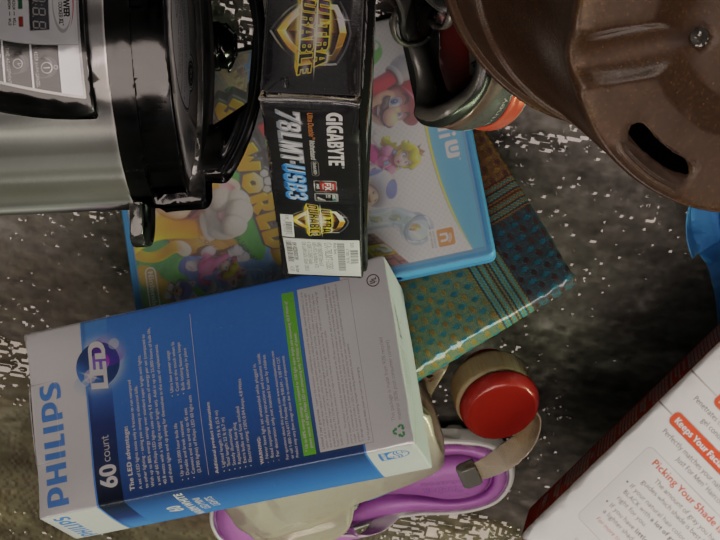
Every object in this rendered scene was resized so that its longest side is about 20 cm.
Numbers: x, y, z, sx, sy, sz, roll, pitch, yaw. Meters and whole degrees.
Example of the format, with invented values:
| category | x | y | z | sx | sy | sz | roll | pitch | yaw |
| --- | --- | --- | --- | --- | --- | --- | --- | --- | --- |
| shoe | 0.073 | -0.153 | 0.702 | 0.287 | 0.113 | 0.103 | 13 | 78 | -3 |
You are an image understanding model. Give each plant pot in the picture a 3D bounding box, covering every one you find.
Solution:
| category | x | y | z | sx | sy | sz | roll | pitch | yaw |
| --- | --- | --- | --- | --- | --- | --- | --- | --- | --- |
| plant pot | 0.145 | -0.128 | 0.759 | 0.198 | 0.199 | 0.202 | -3 | 113 | -6 |

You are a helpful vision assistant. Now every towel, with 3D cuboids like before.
| category | x | y | z | sx | sy | sz | roll | pitch | yaw |
| --- | --- | --- | --- | --- | --- | --- | --- | --- | --- |
| towel | 0.000 | 0.000 | 0.958 | 0.199 | 0.147 | 0.022 | -30 | 159 | 1 |

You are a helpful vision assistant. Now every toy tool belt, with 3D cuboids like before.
| category | x | y | z | sx | sy | sz | roll | pitch | yaw |
| --- | --- | --- | --- | --- | --- | --- | --- | --- | --- |
| toy tool belt | -0.002 | 0.069 | 1.021 | 0.198 | 0.123 | 0.125 | -22 | 129 | 5 |

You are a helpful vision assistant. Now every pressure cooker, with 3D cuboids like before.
| category | x | y | z | sx | sy | sz | roll | pitch | yaw |
| --- | --- | --- | --- | --- | --- | --- | --- | --- | --- |
| pressure cooker | -0.147 | -0.118 | 0.880 | 0.198 | 0.180 | 0.177 | -2 | 134 | 1 |

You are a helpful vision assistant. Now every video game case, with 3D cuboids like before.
| category | x | y | z | sx | sy | sz | roll | pitch | yaw |
| --- | --- | --- | --- | --- | --- | --- | --- | --- | --- |
| video game case | -0.035 | -0.055 | 0.951 | 0.198 | 0.018 | 0.145 | -12 | 77 | 6 |

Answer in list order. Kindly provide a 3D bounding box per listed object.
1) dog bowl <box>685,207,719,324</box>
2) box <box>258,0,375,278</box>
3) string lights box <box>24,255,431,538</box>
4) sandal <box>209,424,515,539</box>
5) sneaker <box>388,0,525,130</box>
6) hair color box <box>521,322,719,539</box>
| category | x | y | z | sx | sy | sz | roll | pitch | yaw |
| --- | --- | --- | --- | --- | --- | --- | --- | --- | --- |
| dog bowl | 0.253 | -0.001 | 1.012 | 0.110 | 0.050 | 0.201 | -14 | 118 | 12 |
| box | -0.016 | -0.124 | 0.816 | 0.049 | 0.202 | 0.199 | 2 | 158 | -1 |
| string lights box | -0.070 | 0.068 | 0.907 | 0.198 | 0.104 | 0.059 | -12 | 159 | 8 |
| sandal | -0.002 | 0.141 | 1.094 | 0.201 | 0.050 | 0.083 | -15 | 118 | 8 |
| sneaker | 0.046 | -0.166 | 0.875 | 0.076 | 0.082 | 0.202 | -3 | 102 | 34 |
| hair color box | 0.199 | 0.113 | 0.976 | 0.111 | 0.064 | 0.200 | 45 | 102 | 2 |
